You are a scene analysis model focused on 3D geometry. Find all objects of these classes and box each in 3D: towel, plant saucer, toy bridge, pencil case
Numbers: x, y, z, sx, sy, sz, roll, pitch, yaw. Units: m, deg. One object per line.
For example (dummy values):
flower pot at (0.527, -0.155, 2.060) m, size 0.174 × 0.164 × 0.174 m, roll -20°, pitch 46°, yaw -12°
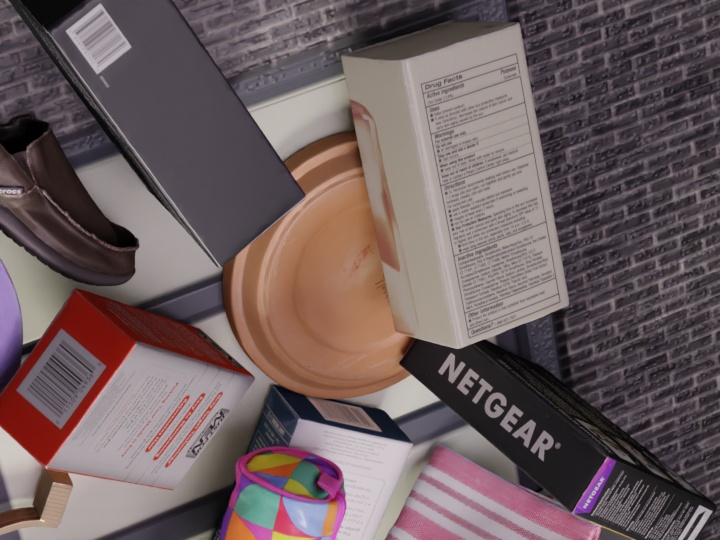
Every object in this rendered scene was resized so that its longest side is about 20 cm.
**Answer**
towel at (0.072, 0.239, 1.696) m, size 0.201 × 0.146 × 0.030 m, roll -60°, pitch 162°, yaw -21°
plant saucer at (0.000, 0.000, 1.646) m, size 0.199 × 0.032 × 0.202 m, roll -11°, pitch 118°, yaw -22°
toy bridge at (-0.296, 0.153, 1.572) m, size 0.199 × 0.027 × 0.068 m, roll 12°, pitch 107°, yaw -29°
pencil case at (-0.063, 0.224, 1.616) m, size 0.088 × 0.088 × 0.201 m, roll 1°, pitch 112°, yaw -27°

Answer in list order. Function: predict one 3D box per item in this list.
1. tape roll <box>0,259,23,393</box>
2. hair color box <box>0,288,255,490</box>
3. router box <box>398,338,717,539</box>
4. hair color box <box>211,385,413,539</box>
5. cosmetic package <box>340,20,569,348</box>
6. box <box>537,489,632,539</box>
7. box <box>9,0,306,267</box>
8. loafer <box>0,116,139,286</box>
tape roll at (-0.318, 0.040, 1.459) m, size 0.199 × 0.085 × 0.202 m, roll -8°, pitch 107°, yaw -25°
hair color box at (-0.153, 0.082, 1.529) m, size 0.102 × 0.061 × 0.200 m, roll -53°, pitch 159°, yaw 4°
router box at (0.139, 0.116, 1.650) m, size 0.149 × 0.200 × 0.051 m, roll 27°, pitch 99°, yaw -47°
hair color box at (-0.049, 0.192, 1.692) m, size 0.099 × 0.061 × 0.201 m, roll 15°, pitch 105°, yaw -28°
cosmetic package at (0.064, -0.061, 1.583) m, size 0.103 × 0.087 × 0.202 m, roll -18°, pitch 106°, yaw -29°
box at (0.122, 0.266, 1.774) m, size 0.199 × 0.124 × 0.098 m, roll -31°, pitch 123°, yaw -10°
box at (-0.134, -0.118, 1.459) m, size 0.079 × 0.141 × 0.200 m, roll -39°, pitch 124°, yaw -7°
loafer at (-0.211, -0.058, 1.488) m, size 0.200 × 0.073 × 0.071 m, roll 34°, pitch 96°, yaw -34°
